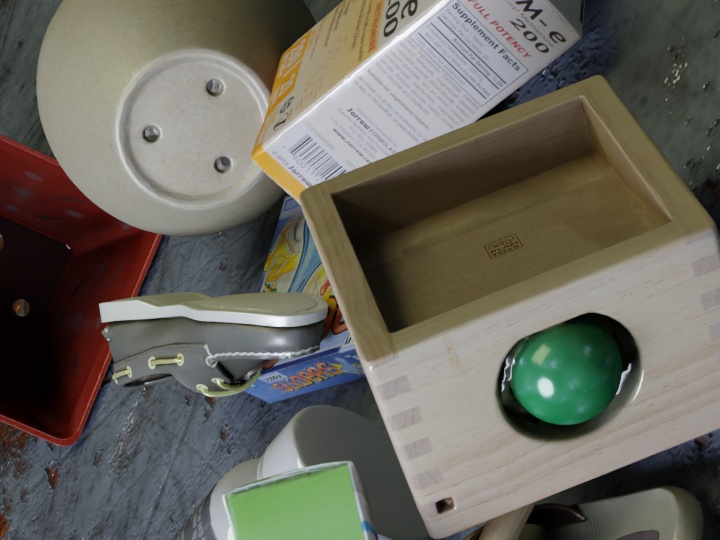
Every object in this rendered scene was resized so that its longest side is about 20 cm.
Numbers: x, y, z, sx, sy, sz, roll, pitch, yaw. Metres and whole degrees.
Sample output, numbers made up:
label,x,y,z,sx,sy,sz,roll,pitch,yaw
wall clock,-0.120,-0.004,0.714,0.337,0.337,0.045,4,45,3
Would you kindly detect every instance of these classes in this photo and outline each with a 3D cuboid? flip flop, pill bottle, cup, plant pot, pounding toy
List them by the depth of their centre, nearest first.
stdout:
label,x,y,z,sx,sy,sz,roll,pitch,yaw
pounding toy,0.069,0.044,0.870,0.183,0.143,0.200,-21,32,-1
flip flop,0.074,0.141,0.887,0.200,0.057,0.081,-30,44,47
pill bottle,-0.053,0.172,1.032,0.200,0.113,0.113,-52,29,25
cup,-0.110,-0.104,1.261,0.201,0.200,0.143,-58,15,10
plant pot,-0.296,0.011,1.554,0.201,0.199,0.176,-68,16,-10

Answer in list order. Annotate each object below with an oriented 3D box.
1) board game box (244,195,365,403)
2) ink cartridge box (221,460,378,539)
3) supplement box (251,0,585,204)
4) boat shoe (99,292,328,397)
label,x,y,z,sx,sy,sz,roll,pitch,yaw
board game box,0.000,0.000,1.178,0.200,0.034,0.136,-21,49,55
ink cartridge box,-0.004,0.192,0.847,0.104,0.059,0.201,73,-177,-75
supplement box,0.035,-0.131,1.132,0.200,0.073,0.126,-37,23,28
boat shoe,-0.088,0.045,1.188,0.201,0.072,0.061,-1,94,50
